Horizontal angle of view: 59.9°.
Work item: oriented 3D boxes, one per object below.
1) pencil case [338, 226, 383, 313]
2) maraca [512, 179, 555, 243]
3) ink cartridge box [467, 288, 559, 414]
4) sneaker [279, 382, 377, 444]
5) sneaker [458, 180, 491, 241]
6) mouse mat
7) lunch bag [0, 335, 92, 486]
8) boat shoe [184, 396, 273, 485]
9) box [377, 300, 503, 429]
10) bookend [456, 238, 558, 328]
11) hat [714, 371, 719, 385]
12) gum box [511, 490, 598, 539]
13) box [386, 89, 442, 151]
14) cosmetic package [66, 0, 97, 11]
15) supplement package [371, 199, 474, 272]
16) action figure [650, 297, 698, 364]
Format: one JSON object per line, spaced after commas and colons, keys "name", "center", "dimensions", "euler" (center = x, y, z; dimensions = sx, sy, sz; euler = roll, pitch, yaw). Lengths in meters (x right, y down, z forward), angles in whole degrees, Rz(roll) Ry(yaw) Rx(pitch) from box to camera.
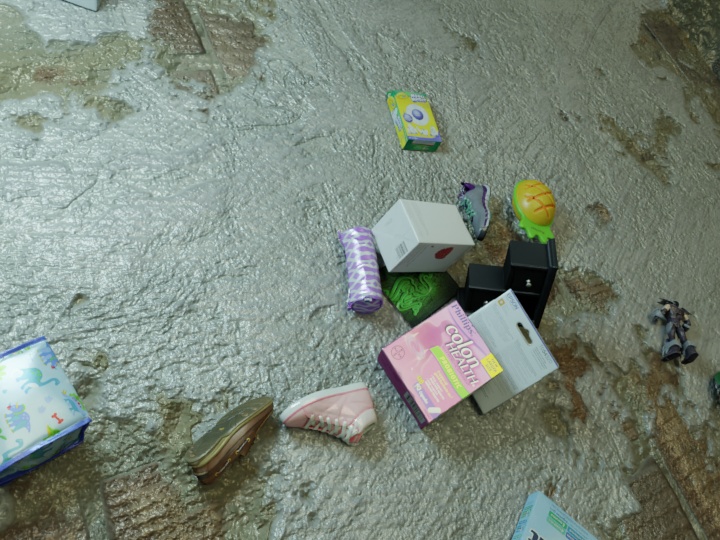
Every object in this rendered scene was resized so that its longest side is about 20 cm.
{"name": "pencil case", "center": [0.000, 0.000, 1.409], "dimensions": [0.083, 0.085, 0.204], "euler": [-6, 60, -2]}
{"name": "maraca", "center": [0.477, -0.164, 1.712], "dimensions": [0.134, 0.107, 0.204], "euler": [16, 56, -16]}
{"name": "ink cartridge box", "center": [0.305, 0.179, 1.380], "dimensions": [0.199, 0.198, 0.043], "euler": [61, 19, 18]}
{"name": "sneaker", "center": [-0.052, 0.289, 1.207], "dimensions": [0.197, 0.076, 0.106], "euler": [-8, 59, -34]}
{"name": "sneaker", "center": [0.296, -0.158, 1.657], "dimensions": [0.086, 0.075, 0.202], "euler": [15, 44, -3]}
{"name": "mouse mat", "center": [0.137, 0.030, 1.498], "dimensions": [0.199, 0.008, 0.162], "euler": [-33, 79, -36]}
{"name": "lunch bag", "center": [-0.554, 0.232, 0.974], "dimensions": [0.198, 0.128, 0.171], "euler": [-27, 74, -45]}
{"name": "boat shoe", "center": [-0.228, 0.303, 1.130], "dimensions": [0.199, 0.071, 0.069], "euler": [-39, 114, -45]}
{"name": "box", "center": [0.165, 0.198, 1.314], "dimensions": [0.198, 0.097, 0.178], "euler": [-30, 75, -15]}
{"name": "bookend", "center": [0.327, 0.022, 1.421], "dimensions": [0.194, 0.203, 0.093], "euler": [7, 45, 4]}
{"name": "hat", "center": [1.032, 0.400, 1.690], "dimensions": [0.162, 0.180, 0.200], "euler": [-1, 23, -23]}
{"name": "gum box", "center": [0.381, 0.583, 1.253], "dimensions": [0.169, 0.045, 0.201], "euler": [39, 52, 0]}
{"name": "box", "center": [0.148, -0.432, 1.760], "dimensions": [0.115, 0.049, 0.204], "euler": [-2, 60, -26]}
{"name": "cosmetic package", "center": [-0.685, -0.778, 1.500], "dimensions": [0.163, 0.168, 0.204], "euler": [15, 55, -17]}
{"name": "supplement package", "center": [0.148, -0.077, 1.467], "dimensions": [0.197, 0.121, 0.122], "euler": [-1, 57, -41]}
{"name": "action figure", "center": [0.868, 0.157, 1.731], "dimensions": [0.127, 0.070, 0.203], "euler": [18, 51, -6]}
